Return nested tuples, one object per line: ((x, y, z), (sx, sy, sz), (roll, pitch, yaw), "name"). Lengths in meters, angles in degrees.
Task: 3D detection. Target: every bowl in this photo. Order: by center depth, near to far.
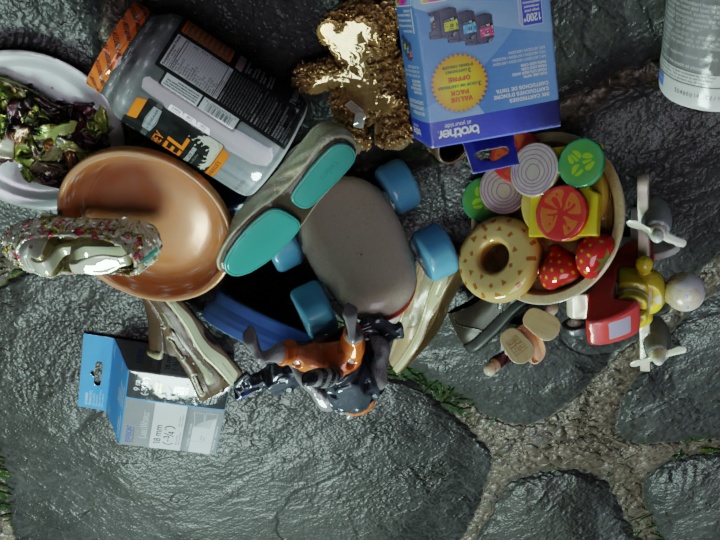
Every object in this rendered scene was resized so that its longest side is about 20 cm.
((-0.091, 0.075, 1.113), (0.200, 0.201, 0.039), (23, 90, -20), "bowl")

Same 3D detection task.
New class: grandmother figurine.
((0.203, 0.090, 1.152), (0.121, 0.200, 0.061), (-33, 80, 4), "grandmother figurine")

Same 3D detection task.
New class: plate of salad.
((-0.360, -0.143, 1.008), (0.200, 0.048, 0.200), (-2, 127, -2), "plate of salad")

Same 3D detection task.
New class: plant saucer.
((-0.233, -0.053, 1.021), (0.200, 0.037, 0.200), (6, 128, 8), "plant saucer")

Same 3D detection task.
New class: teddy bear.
((0.005, -0.202, 0.982), (0.145, 0.067, 0.200), (-14, 135, 19), "teddy bear")

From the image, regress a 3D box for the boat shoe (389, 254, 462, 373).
((0.073, 0.046, 1.178), (0.064, 0.071, 0.200), (34, 127, 15), "boat shoe")

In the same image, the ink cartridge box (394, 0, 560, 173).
((0.115, -0.200, 0.898), (0.136, 0.076, 0.200), (-12, 109, -6), "ink cartridge box")

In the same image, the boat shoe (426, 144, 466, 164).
((0.128, -0.199, 0.974), (0.075, 0.075, 0.203), (13, 126, -13), "boat shoe")

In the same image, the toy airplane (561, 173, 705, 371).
((0.333, 0.011, 1.071), (0.141, 0.200, 0.200), (13, 171, 37), "toy airplane")

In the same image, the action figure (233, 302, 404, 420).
((-0.048, 0.112, 0.957), (0.200, 0.105, 0.194), (-25, 147, 9), "action figure")

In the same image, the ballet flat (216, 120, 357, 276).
((-0.082, -0.077, 0.987), (0.200, 0.062, 0.067), (-44, 137, 7), "ballet flat")

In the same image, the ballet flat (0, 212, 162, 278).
((-0.312, -0.022, 0.998), (0.199, 0.064, 0.076), (-4, 126, 16), "ballet flat")

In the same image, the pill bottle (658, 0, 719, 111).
((0.359, -0.269, 0.909), (0.113, 0.114, 0.200), (-7, 128, 2), "pill bottle")

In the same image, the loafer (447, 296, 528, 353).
((0.182, 0.016, 1.146), (0.071, 0.073, 0.200), (43, 107, 3), "loafer")

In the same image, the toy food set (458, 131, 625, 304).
((0.198, -0.061, 1.028), (0.200, 0.199, 0.049), (-1, 175, 42), "toy food set")

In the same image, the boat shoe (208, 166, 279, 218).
((-0.162, -0.062, 1.076), (0.200, 0.072, 0.072), (-18, 132, 23), "boat shoe")

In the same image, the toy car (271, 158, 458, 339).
((0.000, 0.000, 1.098), (0.184, 0.177, 0.200), (-26, 159, -7), "toy car")

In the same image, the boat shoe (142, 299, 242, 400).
((-0.231, 0.079, 1.135), (0.075, 0.075, 0.202), (-40, 108, -9), "boat shoe")

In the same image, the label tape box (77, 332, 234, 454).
((-0.281, 0.170, 1.247), (0.199, 0.063, 0.144), (9, 126, -11), "label tape box")

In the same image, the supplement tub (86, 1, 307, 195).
((-0.166, -0.175, 0.939), (0.200, 0.123, 0.123), (32, 120, -14), "supplement tub")
